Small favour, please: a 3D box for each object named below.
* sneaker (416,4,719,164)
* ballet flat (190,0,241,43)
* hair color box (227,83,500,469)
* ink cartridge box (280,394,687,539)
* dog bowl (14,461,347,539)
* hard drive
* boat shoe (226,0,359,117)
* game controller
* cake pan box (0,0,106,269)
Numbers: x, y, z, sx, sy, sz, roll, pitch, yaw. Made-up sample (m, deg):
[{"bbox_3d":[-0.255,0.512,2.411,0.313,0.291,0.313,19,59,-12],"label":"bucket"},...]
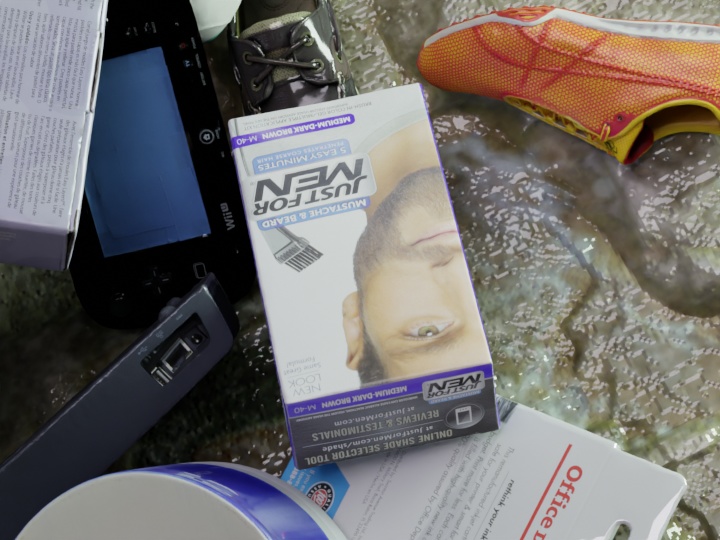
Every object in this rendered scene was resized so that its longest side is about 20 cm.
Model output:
[{"bbox_3d":[0.123,-0.100,1.622,0.199,0.073,0.077,6,79,22],"label":"sneaker"},{"bbox_3d":[-0.070,-0.223,1.663,0.069,0.069,0.201,18,75,22],"label":"ballet flat"},{"bbox_3d":[0.000,0.000,1.553,0.109,0.065,0.200,-12,52,-2],"label":"hair color box"},{"bbox_3d":[0.064,0.129,1.539,0.200,0.068,0.116,22,74,24],"label":"ink cartridge box"},{"bbox_3d":[-0.092,0.199,1.510,0.199,0.079,0.201,-1,88,26],"label":"dog bowl"},{"bbox_3d":[-0.144,0.083,1.588,0.200,0.135,0.042,-42,93,2],"label":"hard drive"},{"bbox_3d":[-0.045,-0.124,1.682,0.073,0.065,0.201,-19,63,8],"label":"boat shoe"},{"bbox_3d":[-0.125,-0.067,1.635,0.104,0.042,0.201,-10,108,13],"label":"game controller"},{"bbox_3d":[-0.226,-0.101,1.520,0.183,0.052,0.201,6,63,-4],"label":"cake pan box"}]
